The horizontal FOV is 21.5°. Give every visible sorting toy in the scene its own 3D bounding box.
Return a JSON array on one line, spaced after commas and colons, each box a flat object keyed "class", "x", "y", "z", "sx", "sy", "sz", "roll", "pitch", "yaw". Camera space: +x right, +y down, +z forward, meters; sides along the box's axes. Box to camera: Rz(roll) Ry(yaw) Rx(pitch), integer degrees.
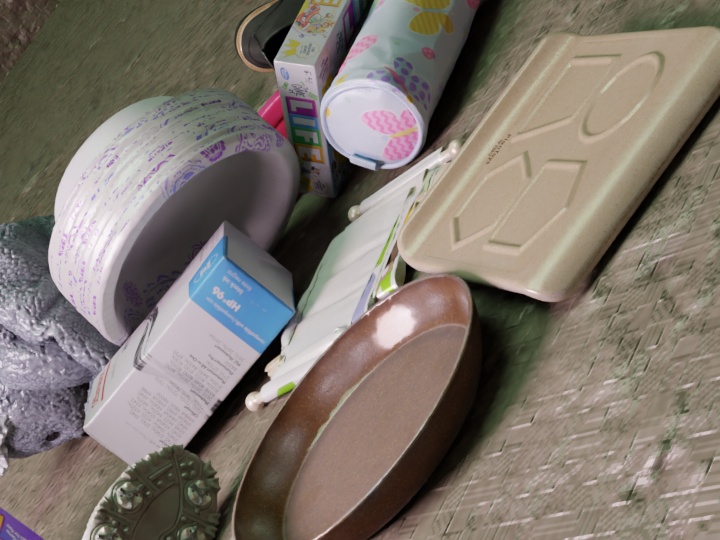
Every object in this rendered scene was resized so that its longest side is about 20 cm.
[{"class": "sorting toy", "x": 0.121, "y": -0.064, "z": 1.119, "sx": 0.186, "sy": 0.036, "sz": 0.200, "roll": -53, "pitch": 23, "yaw": -8}]

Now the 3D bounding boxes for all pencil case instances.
[{"class": "pencil case", "x": 0.034, "y": -0.166, "z": 1.431, "sx": 0.091, "sy": 0.083, "sz": 0.201, "roll": -56, "pitch": 8, "yaw": 47}]

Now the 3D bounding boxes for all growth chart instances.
[{"class": "growth chart", "x": 0.000, "y": 0.000, "z": 1.291, "sx": 0.144, "sy": 0.018, "sz": 0.201, "roll": -25, "pitch": 31, "yaw": 51}]

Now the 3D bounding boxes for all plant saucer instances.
[{"class": "plant saucer", "x": 0.004, "y": 0.090, "z": 1.085, "sx": 0.200, "sy": 0.034, "sz": 0.201, "roll": -44, "pitch": 19, "yaw": 19}]

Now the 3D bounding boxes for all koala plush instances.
[{"class": "koala plush", "x": -0.260, "y": 0.074, "z": 1.541, "sx": 0.200, "sy": 0.183, "sz": 0.178, "roll": -52, "pitch": 14, "yaw": 33}]

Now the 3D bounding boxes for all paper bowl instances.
[{"class": "paper bowl", "x": -0.149, "y": -0.049, "z": 1.428, "sx": 0.200, "sy": 0.104, "sz": 0.201, "roll": -38, "pitch": -25, "yaw": -21}]

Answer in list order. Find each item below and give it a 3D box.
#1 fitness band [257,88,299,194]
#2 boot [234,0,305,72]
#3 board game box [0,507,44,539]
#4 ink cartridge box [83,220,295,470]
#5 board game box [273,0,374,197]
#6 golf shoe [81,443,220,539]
[{"class": "fitness band", "x": -0.069, "y": -0.102, "z": 1.616, "sx": 0.201, "sy": 0.037, "sz": 0.143, "roll": -57, "pitch": 20, "yaw": -16}, {"class": "boot", "x": -0.008, "y": -0.226, "z": 1.612, "sx": 0.199, "sy": 0.078, "sz": 0.138, "roll": -37, "pitch": 15, "yaw": -2}, {"class": "board game box", "x": -0.292, "y": 0.201, "z": 1.291, "sx": 0.134, "sy": 0.200, "sz": 0.045, "roll": -37, "pitch": 23, "yaw": 35}, {"class": "ink cartridge box", "x": -0.134, "y": 0.071, "z": 1.359, "sx": 0.200, "sy": 0.068, "sz": 0.116, "roll": -50, "pitch": 11, "yaw": 8}, {"class": "board game box", "x": -0.010, "y": -0.175, "z": 1.489, "sx": 0.034, "sy": 0.135, "sz": 0.201, "roll": 9, "pitch": 49, "yaw": 17}, {"class": "golf shoe", "x": -0.162, "y": 0.200, "z": 1.201, "sx": 0.097, "sy": 0.078, "sz": 0.201, "roll": -31, "pitch": 25, "yaw": 58}]
